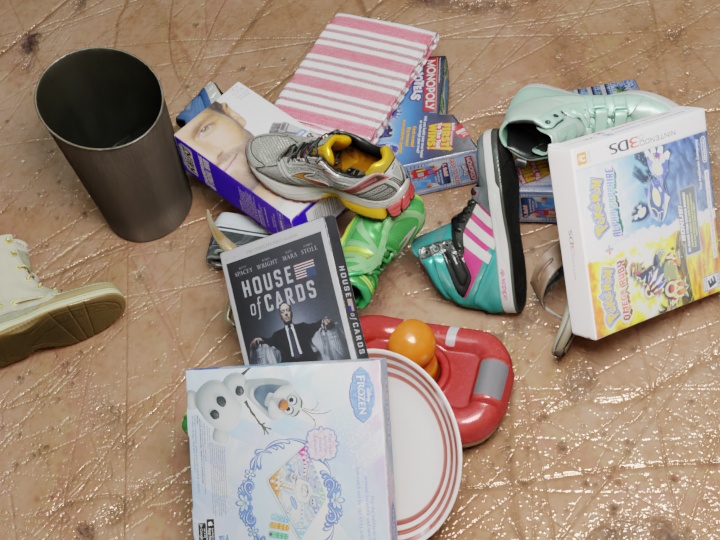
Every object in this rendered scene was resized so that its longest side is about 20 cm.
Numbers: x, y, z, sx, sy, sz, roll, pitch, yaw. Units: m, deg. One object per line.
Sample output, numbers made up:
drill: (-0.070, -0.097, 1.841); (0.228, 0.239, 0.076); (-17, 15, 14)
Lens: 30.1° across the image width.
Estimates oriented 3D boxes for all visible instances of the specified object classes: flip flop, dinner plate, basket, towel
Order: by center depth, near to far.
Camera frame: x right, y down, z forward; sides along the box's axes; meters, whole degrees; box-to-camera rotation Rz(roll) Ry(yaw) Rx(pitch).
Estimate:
dinner plate: (0.022, 0.178, 1.342); (0.199, 0.024, 0.203); (2, 93, 35)
flip flop: (0.210, -0.006, 1.433); (0.057, 0.081, 0.202); (0, 80, 9)
basket: (-0.279, -0.139, 1.585); (0.136, 0.201, 0.180); (-41, 58, -18)
towel: (-0.008, -0.230, 1.624); (0.145, 0.030, 0.201); (17, 59, 23)

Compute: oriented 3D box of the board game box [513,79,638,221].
board game box: (0.237, -0.132, 1.543); (0.198, 0.062, 0.202); (-10, 54, 5)

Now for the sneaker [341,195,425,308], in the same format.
sneaker: (0.000, 0.000, 1.431); (0.200, 0.074, 0.083); (-42, 45, -8)

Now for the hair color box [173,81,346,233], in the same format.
hair color box: (-0.106, -0.121, 1.528); (0.199, 0.065, 0.109); (34, 65, 29)

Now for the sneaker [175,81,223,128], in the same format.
sneaker: (-0.171, -0.141, 1.652); (0.089, 0.079, 0.201); (-36, 51, 4)

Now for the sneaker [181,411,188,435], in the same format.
sneaker: (-0.119, 0.215, 1.368); (0.200, 0.074, 0.084); (40, 87, 21)

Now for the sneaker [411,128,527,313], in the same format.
sneaker: (0.114, -0.051, 1.475); (0.120, 0.083, 0.202); (-3, 95, 22)

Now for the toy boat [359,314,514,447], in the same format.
toy boat: (0.056, 0.097, 1.389); (0.198, 0.131, 0.131); (7, 57, 17)

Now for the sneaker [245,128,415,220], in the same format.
sneaker: (-0.036, -0.120, 1.424); (0.198, 0.082, 0.078); (13, 57, 26)

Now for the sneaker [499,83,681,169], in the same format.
sneaker: (0.246, -0.143, 1.431); (0.198, 0.074, 0.118); (9, 33, 20)

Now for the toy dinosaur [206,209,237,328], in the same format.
toy dinosaur: (-0.109, 0.022, 1.500); (0.199, 0.058, 0.102); (34, 90, -2)

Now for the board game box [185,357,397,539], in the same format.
board game box: (-0.067, 0.191, 1.303); (0.197, 0.043, 0.202); (-3, 88, 13)

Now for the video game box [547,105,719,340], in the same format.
video game box: (0.286, -0.051, 1.376); (0.181, 0.202, 0.047); (-18, 17, -24)

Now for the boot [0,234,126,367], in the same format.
boot: (-0.383, 0.020, 1.580); (0.198, 0.072, 0.156); (-20, 51, -1)

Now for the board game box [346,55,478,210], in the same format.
board game box: (0.052, -0.164, 1.616); (0.198, 0.062, 0.202); (0, 56, 12)

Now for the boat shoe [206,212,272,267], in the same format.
boat shoe: (-0.087, -0.012, 1.545); (0.198, 0.072, 0.072); (11, 72, 26)

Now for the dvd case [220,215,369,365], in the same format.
dvd case: (-0.064, 0.060, 1.368); (0.149, 0.025, 0.202); (-17, 85, 36)
